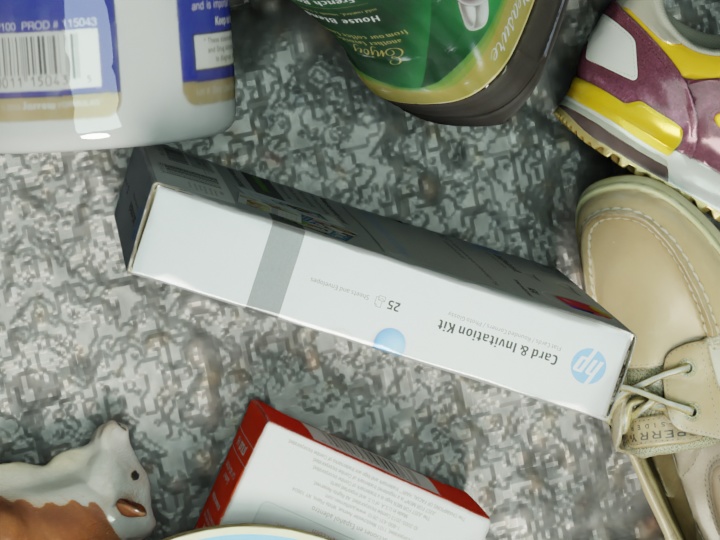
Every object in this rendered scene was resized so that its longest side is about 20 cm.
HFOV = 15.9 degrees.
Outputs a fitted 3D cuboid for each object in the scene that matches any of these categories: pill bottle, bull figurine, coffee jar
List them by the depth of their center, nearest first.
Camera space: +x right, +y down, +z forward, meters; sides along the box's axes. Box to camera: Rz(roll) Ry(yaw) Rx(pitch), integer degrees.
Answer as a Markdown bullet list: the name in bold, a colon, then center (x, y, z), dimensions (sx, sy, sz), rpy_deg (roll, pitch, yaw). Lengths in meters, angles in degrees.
- **coffee jar**: center (0.006, -0.140, 1.034), dimensions (0.200, 0.085, 0.105), rpy_deg (38, 66, -46)
- **pill bottle**: center (-0.115, -0.153, 1.044), dimensions (0.119, 0.120, 0.201), rpy_deg (-4, 98, -7)
- **bull figurine**: center (-0.179, 0.135, 1.100), dimensions (0.121, 0.065, 0.200), rpy_deg (35, 89, -7)

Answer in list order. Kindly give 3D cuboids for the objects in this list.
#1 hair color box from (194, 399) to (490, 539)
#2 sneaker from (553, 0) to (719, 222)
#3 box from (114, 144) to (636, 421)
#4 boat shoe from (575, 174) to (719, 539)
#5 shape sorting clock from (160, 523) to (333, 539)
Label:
- **hair color box**: center (-0.037, 0.172, 1.124), dimensions (0.110, 0.064, 0.201), rpy_deg (25, 92, -10)
- **sneaker**: center (0.188, -0.057, 1.121), dimensions (0.199, 0.075, 0.090), rpy_deg (26, 98, -11)
- **box**: center (0.000, 0.000, 1.061), dimensions (0.199, 0.156, 0.041), rpy_deg (16, 97, -10)
- **boat shoe**: center (0.139, 0.055, 1.111), dimensions (0.072, 0.065, 0.201), rpy_deg (-8, 115, 33)
- **shape sorting clock**: center (-0.049, 0.206, 1.075), dimensions (0.199, 0.039, 0.201), rpy_deg (-1, 97, -7)
